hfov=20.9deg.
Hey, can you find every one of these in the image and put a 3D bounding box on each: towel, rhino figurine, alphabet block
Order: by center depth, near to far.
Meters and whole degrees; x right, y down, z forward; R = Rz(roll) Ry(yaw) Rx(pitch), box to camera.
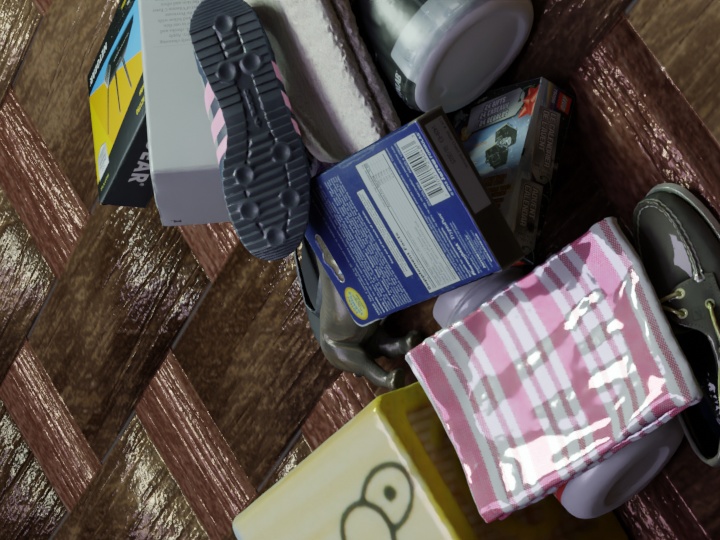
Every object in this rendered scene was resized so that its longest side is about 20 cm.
[{"bbox_3d":[0.135,0.074,1.396,0.199,0.030,0.147,-35,71,29],"label":"towel"},{"bbox_3d":[-0.036,-0.169,1.463,0.132,0.034,0.201,10,128,63],"label":"towel"},{"bbox_3d":[0.055,0.209,1.548,0.200,0.196,0.196,-41,76,37],"label":"alphabet block"},{"bbox_3d":[0.000,0.000,1.648,0.087,0.060,0.202,10,114,31],"label":"rhino figurine"}]

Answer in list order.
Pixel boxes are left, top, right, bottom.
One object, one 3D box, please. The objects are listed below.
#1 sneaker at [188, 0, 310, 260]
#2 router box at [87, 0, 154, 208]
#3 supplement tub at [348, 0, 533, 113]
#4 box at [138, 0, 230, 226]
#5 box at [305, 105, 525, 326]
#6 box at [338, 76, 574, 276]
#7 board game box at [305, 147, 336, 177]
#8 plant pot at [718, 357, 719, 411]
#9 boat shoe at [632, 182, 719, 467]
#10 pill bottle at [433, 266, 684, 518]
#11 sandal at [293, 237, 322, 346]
[{"bbox_3d":[-0.079,-0.109,1.477,0.082,0.069,0.202,-93,-8,-85],"label":"sneaker"},{"bbox_3d":[-0.195,-0.174,1.777,0.200,0.051,0.150,125,142,-50],"label":"router box"},{"bbox_3d":[0.026,-0.223,1.466,0.200,0.122,0.123,49,139,23],"label":"supplement tub"},{"bbox_3d":[-0.126,-0.153,1.587,0.125,0.096,0.202,93,172,-72],"label":"box"},{"bbox_3d":[0.028,-0.035,1.428,0.200,0.032,0.122,-24,98,56],"label":"box"},{"bbox_3d":[0.071,-0.063,1.495,0.199,0.040,0.138,-9,60,53],"label":"box"},{"bbox_3d":[-0.034,-0.165,1.603,0.120,0.032,0.201,-57,44,43],"label":"board game box"},{"bbox_3d":[0.353,0.080,1.170,0.192,0.200,0.202,-25,87,41],"label":"plant pot"},{"bbox_3d":[0.237,0.039,1.381,0.072,0.060,0.203,-18,92,53],"label":"boat shoe"},{"bbox_3d":[0.144,0.082,1.475,0.200,0.112,0.113,49,139,24],"label":"pill bottle"},{"bbox_3d":[-0.036,-0.017,1.710,0.076,0.043,0.202,17,120,47],"label":"sandal"}]
